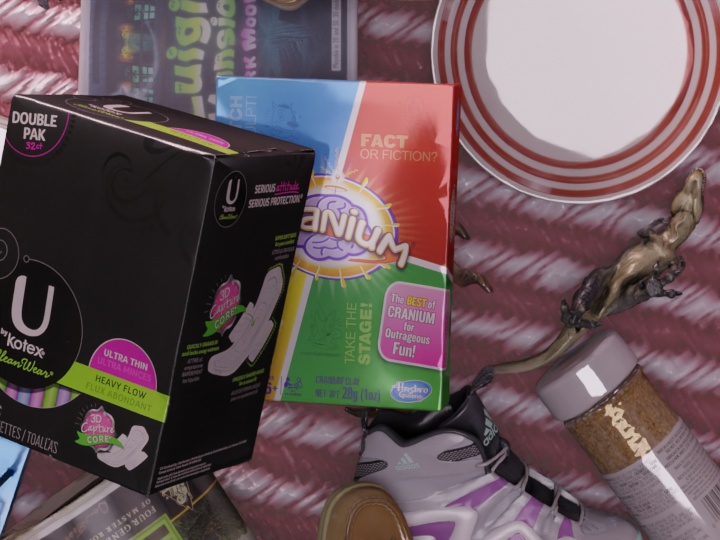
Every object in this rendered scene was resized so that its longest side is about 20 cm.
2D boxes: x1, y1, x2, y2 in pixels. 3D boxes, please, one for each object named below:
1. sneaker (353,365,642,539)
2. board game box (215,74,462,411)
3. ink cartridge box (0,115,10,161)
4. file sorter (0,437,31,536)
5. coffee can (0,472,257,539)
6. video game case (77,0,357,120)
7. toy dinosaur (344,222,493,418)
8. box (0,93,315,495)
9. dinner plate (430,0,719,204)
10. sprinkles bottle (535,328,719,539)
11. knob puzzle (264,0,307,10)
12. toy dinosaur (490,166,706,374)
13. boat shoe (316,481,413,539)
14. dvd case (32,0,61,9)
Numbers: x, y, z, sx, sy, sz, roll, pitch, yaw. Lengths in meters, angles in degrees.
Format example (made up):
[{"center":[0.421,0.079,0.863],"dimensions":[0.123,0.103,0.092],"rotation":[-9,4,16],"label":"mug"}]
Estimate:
[{"center":[0.091,0.129,1.260],"dimensions":[0.198,0.078,0.141],"rotation":[4,109,0],"label":"sneaker"},{"center":[-0.017,-0.018,1.199],"dimensions":[0.152,0.040,0.202],"rotation":[2,96,9],"label":"board game box"},{"center":[-0.290,-0.074,1.226],"dimensions":[0.198,0.147,0.083],"rotation":[17,92,0],"label":"ink cartridge box"},{"center":[-0.311,0.163,1.259],"dimensions":[0.138,0.123,0.202],"rotation":[19,95,0],"label":"file sorter"},{"center":[-0.123,0.220,1.249],"dimensions":[0.146,0.146,0.201],"rotation":[-33,93,3],"label":"coffee can"},{"center":[-0.091,-0.179,1.251],"dimensions":[0.180,0.023,0.202],"rotation":[0,79,1],"label":"video game case"},{"center":[0.000,0.000,1.264],"dimensions":[0.135,0.086,0.201],"rotation":[-37,88,10],"label":"toy dinosaur"},{"center":[-0.134,0.008,1.144],"dimensions":[0.148,0.124,0.202],"rotation":[18,102,24],"label":"box"},{"center":[0.145,-0.145,1.276],"dimensions":[0.198,0.024,0.202],"rotation":[0,96,1],"label":"dinner plate"},{"center":[0.200,0.136,1.276],"dimensions":[0.068,0.068,0.200],"rotation":[-37,93,4],"label":"sprinkles bottle"},{"center":[-0.033,-0.251,1.236],"dimensions":[0.218,0.030,0.222],"rotation":[-3,67,8],"label":"knob puzzle"},{"center":[0.164,0.014,1.257],"dimensions":[0.200,0.088,0.048],"rotation":[-41,93,3],"label":"toy dinosaur"},{"center":[0.023,0.232,1.212],"dimensions":[0.073,0.063,0.202],"rotation":[-13,91,-24],"label":"boat shoe"},{"center":[-0.247,-0.256,1.168],"dimensions":[0.016,0.200,0.150],"rotation":[-28,128,-21],"label":"dvd case"}]
